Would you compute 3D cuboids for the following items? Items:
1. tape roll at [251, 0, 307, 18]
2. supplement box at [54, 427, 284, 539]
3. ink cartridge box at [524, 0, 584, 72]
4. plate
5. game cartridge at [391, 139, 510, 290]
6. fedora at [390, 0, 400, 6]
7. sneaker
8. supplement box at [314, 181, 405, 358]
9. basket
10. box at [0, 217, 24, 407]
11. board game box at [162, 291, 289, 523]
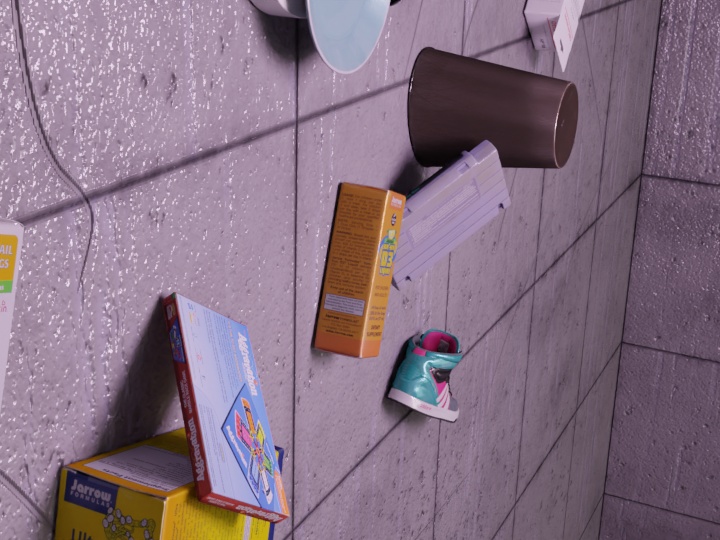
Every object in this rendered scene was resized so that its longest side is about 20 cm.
[{"bbox_3d":[-0.063,-0.347,1.051,0.203,0.037,0.205,-40,136,-55],"label":"tape roll"},{"bbox_3d":[-0.165,0.217,0.968,0.199,0.108,0.111,-6,105,-65],"label":"supplement box"},{"bbox_3d":[0.333,-0.455,1.859,0.116,0.067,0.202,50,54,-60],"label":"ink cartridge box"},{"bbox_3d":[-0.016,-0.301,1.100,0.200,0.025,0.203,11,90,-67],"label":"plate"},{"bbox_3d":[0.105,-0.073,1.431,0.199,0.038,0.130,-37,140,-7],"label":"game cartridge"},{"bbox_3d":[0.063,-0.402,1.240,0.200,0.090,0.204,11,90,-67],"label":"fedora"},{"bbox_3d":[0.111,0.151,1.604,0.200,0.083,0.122,28,84,-64],"label":"sneaker"},{"bbox_3d":[0.000,0.000,1.303,0.066,0.068,0.203,5,93,-68],"label":"supplement box"},{"bbox_3d":[0.182,-0.205,1.462,0.137,0.198,0.181,-61,151,-34],"label":"basket"},{"bbox_3d":[-0.282,0.060,0.634,0.101,0.111,0.203,3,97,-64],"label":"box"},{"bbox_3d":[-0.121,0.120,0.966,0.103,0.019,0.202,30,34,-47],"label":"board game box"}]
